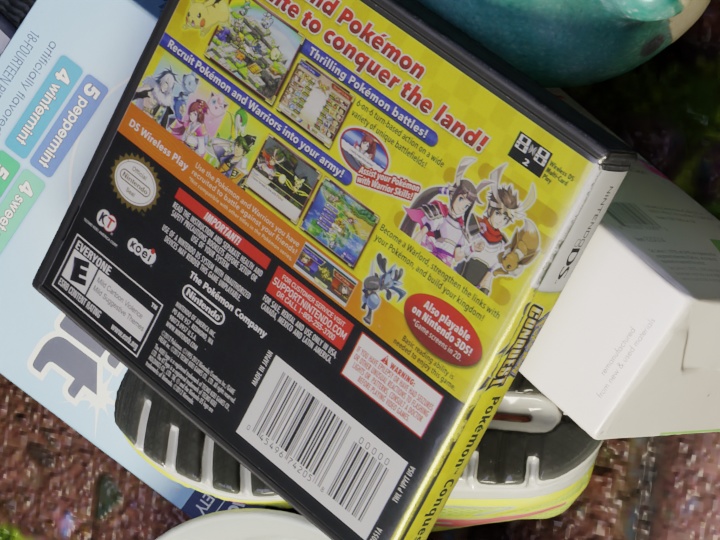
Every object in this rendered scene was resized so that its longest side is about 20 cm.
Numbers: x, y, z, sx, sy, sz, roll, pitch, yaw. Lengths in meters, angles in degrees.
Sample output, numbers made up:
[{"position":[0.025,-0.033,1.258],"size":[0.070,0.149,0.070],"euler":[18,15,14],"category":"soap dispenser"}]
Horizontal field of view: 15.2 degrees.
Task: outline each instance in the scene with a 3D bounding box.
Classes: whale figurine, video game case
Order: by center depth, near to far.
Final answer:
[{"position":[0.055,-0.139,0.985],"size":[0.104,0.200,0.159],"euler":[-39,66,-1],"category":"whale figurine"},{"position":[-0.017,-0.017,1.003],"size":[0.200,0.025,0.181],"euler":[38,110,29],"category":"video game case"}]

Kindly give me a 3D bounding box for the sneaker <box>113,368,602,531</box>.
[{"position":[0.000,0.071,1.073],"size":[0.200,0.090,0.078],"euler":[7,67,14],"category":"sneaker"}]

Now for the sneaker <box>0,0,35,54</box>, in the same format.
[{"position":[-0.186,-0.067,1.220],"size":[0.202,0.077,0.146],"euler":[36,112,23],"category":"sneaker"}]

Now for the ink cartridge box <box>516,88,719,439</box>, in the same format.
[{"position":[0.063,-0.023,1.036],"size":[0.200,0.117,0.067],"euler":[43,110,27],"category":"ink cartridge box"}]

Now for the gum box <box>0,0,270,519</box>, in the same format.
[{"position":[-0.081,-0.010,1.127],"size":[0.200,0.045,0.170],"euler":[37,110,3],"category":"gum box"}]

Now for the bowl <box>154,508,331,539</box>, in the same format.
[{"position":[-0.009,0.184,1.088],"size":[0.201,0.090,0.201],"euler":[7,103,33],"category":"bowl"}]
